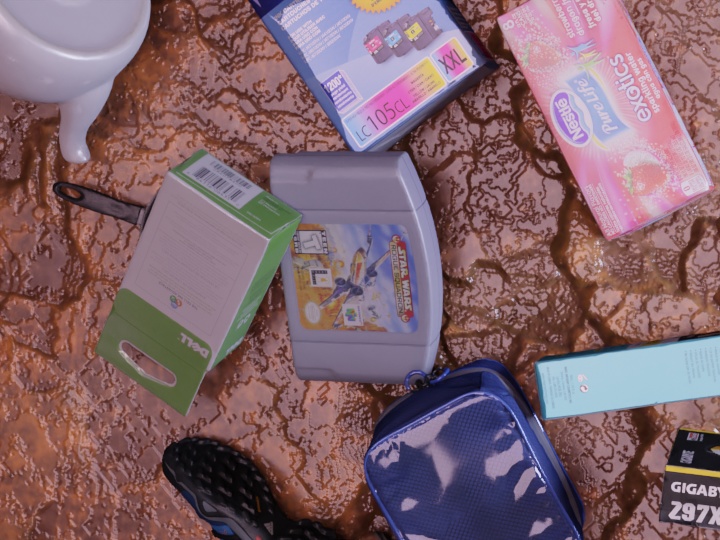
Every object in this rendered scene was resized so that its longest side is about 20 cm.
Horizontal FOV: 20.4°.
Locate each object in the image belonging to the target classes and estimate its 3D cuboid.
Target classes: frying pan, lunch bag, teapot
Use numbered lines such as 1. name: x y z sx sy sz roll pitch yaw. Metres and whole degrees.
1. frying pan: -0.169 -0.025 1.723 0.189 0.031 0.116 -3 91 15
2. lunch bag: 0.090 0.170 1.624 0.135 0.132 0.201 -26 95 9
3. teapot: -0.285 -0.221 1.683 0.146 0.197 0.201 -32 48 47

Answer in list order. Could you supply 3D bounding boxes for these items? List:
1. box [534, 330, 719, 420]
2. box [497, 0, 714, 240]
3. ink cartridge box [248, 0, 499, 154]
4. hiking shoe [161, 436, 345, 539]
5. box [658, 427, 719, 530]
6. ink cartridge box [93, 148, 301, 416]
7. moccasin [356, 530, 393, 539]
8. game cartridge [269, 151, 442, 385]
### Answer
1. box: 0.244 0.080 1.615 0.199 0.082 0.049 -9 89 11
2. box: 0.198 -0.132 1.608 0.094 0.103 0.201 -27 87 11
3. ink cartridge box: 0.000 -0.211 1.661 0.136 0.076 0.200 -36 83 11
4. hiking shoe: -0.100 0.224 1.695 0.200 0.074 0.087 38 125 21
5. box: 0.315 0.165 1.543 0.159 0.200 0.050 8 95 12
6. ink cartridge box: -0.137 0.011 1.662 0.104 0.059 0.200 33 123 11
7. moccasin: 0.027 0.318 1.677 0.077 0.074 0.202 -14 98 4
8. game cartridge: 0.000 0.000 1.649 0.133 0.042 0.201 3 113 24
